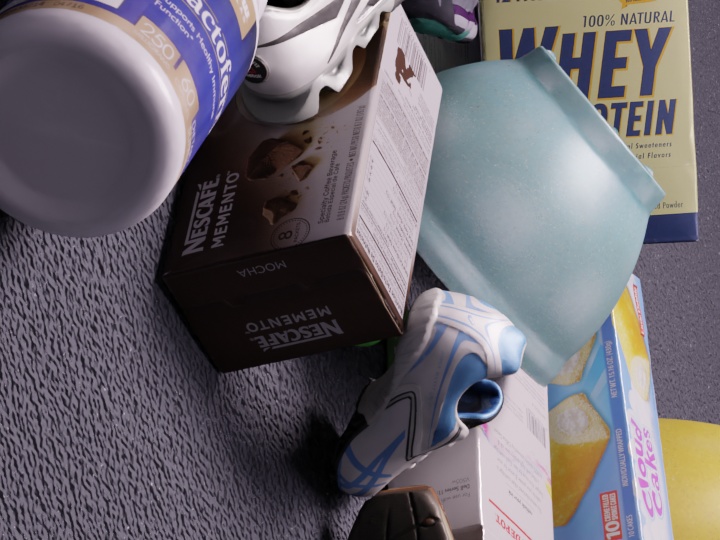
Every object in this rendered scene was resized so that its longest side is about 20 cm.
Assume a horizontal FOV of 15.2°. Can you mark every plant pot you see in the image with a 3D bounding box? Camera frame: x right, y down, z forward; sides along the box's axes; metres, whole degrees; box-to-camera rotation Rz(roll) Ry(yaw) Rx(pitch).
[{"bbox_3d":[0.243,0.187,1.917,0.200,0.142,0.201,-17,90,-75],"label":"plant pot"},{"bbox_3d":[0.097,-0.049,1.619,0.200,0.134,0.200,49,5,-6],"label":"plant pot"}]

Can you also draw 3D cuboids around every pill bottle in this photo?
[{"bbox_3d":[-0.115,-0.109,1.320,0.116,0.115,0.200,66,24,-22],"label":"pill bottle"}]

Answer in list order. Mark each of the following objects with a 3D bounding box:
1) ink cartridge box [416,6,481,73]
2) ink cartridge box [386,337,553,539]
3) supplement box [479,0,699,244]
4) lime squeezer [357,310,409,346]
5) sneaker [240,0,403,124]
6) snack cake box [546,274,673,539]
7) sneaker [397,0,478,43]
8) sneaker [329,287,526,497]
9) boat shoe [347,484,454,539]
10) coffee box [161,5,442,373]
[{"bbox_3d":[0.027,-0.158,1.771,0.200,0.043,0.197,36,48,-58],"label":"ink cartridge box"},{"bbox_3d":[0.068,0.136,1.666,0.117,0.067,0.200,47,35,-49],"label":"ink cartridge box"},{"bbox_3d":[0.150,-0.125,1.807,0.200,0.134,0.200,-72,158,-83],"label":"supplement box"},{"bbox_3d":[0.000,0.000,1.601,0.038,0.071,0.200,10,28,-28],"label":"lime squeezer"},{"bbox_3d":[-0.014,-0.179,1.484,0.089,0.074,0.200,70,35,-43],"label":"sneaker"},{"bbox_3d":[0.134,0.102,1.779,0.067,0.115,0.201,32,48,-59],"label":"snack cake box"},{"bbox_3d":[0.041,-0.186,1.617,0.200,0.074,0.088,-42,145,-84],"label":"sneaker"},{"bbox_3d":[0.034,0.080,1.503,0.072,0.072,0.200,-64,-177,-33],"label":"sneaker"},{"bbox_3d":[0.036,0.223,1.546,0.074,0.075,0.201,-8,92,-73],"label":"boat shoe"},{"bbox_3d":[-0.029,-0.050,1.489,0.200,0.113,0.080,-79,149,-44],"label":"coffee box"}]
